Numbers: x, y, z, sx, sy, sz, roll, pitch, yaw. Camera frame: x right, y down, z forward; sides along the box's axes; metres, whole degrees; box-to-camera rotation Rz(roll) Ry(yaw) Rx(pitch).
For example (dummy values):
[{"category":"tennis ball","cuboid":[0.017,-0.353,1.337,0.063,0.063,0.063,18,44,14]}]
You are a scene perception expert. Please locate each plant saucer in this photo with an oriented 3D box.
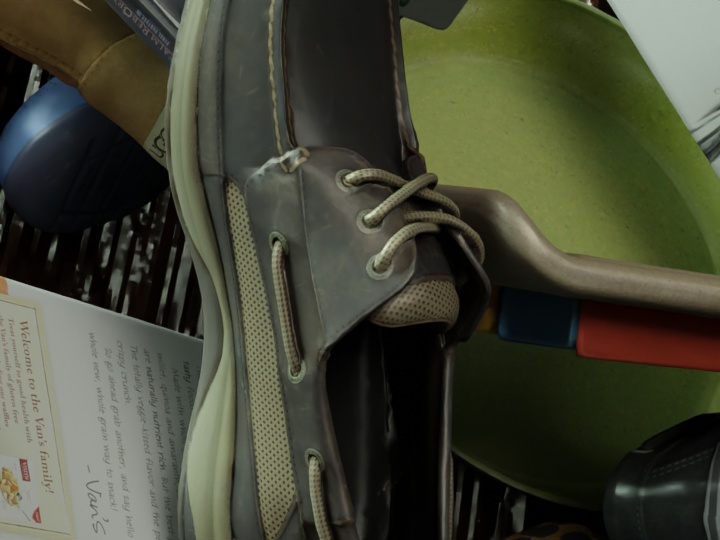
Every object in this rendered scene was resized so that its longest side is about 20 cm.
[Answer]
[{"category":"plant saucer","cuboid":[0.061,-0.006,0.910,0.199,0.031,0.201,15,56,-23]}]

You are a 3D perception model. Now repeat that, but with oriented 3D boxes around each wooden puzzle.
[{"category":"wooden puzzle","cuboid":[0.084,0.012,0.793,0.199,0.185,0.037,14,88,-25]}]

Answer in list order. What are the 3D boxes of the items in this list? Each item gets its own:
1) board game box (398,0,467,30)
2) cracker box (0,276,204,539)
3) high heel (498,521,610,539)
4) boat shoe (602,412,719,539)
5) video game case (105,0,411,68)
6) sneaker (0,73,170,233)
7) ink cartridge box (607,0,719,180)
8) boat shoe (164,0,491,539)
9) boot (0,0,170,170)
[{"category":"board game box","cuboid":[-0.046,-0.171,0.733,0.199,0.064,0.148,17,57,-14]},{"category":"cracker box","cuboid":[-0.061,0.086,0.731,0.199,0.058,0.135,20,51,-42]},{"category":"high heel","cuboid":[0.105,0.163,0.804,0.142,0.072,0.201,6,44,-34]},{"category":"boat shoe","cuboid":[0.138,0.068,0.854,0.200,0.056,0.069,5,84,-61]},{"category":"video game case","cuboid":[-0.054,-0.147,0.765,0.200,0.019,0.143,47,55,4]},{"category":"sneaker","cuboid":[-0.064,-0.083,0.860,0.082,0.074,0.200,42,43,1]},{"category":"ink cartridge box","cuboid":[0.163,-0.082,0.947,0.201,0.084,0.144,59,25,12]},{"category":"boat shoe","cuboid":[0.000,0.000,0.689,0.074,0.073,0.201,-12,104,-48]},{"category":"boot","cuboid":[-0.076,-0.124,0.788,0.200,0.066,0.175,36,44,-2]}]
